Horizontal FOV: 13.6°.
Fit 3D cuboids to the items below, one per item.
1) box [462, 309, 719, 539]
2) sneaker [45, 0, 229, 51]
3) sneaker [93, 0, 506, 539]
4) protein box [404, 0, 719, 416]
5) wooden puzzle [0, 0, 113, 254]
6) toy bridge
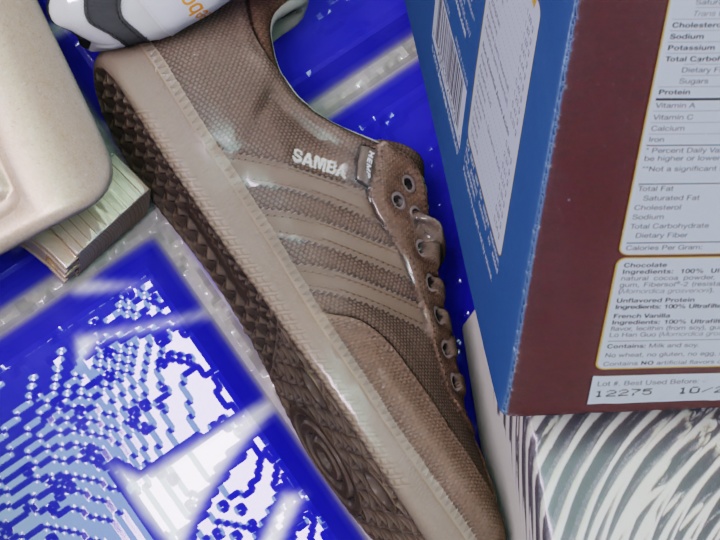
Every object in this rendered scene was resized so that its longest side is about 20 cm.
[{"bbox_3d":[0.087,0.100,0.896,0.082,0.068,0.201,-8,77,-12],"label":"box"},{"bbox_3d":[-0.088,-0.156,0.910,0.080,0.074,0.201,-28,65,11],"label":"sneaker"},{"bbox_3d":[0.000,0.000,0.906,0.075,0.070,0.201,-31,83,-15],"label":"sneaker"},{"bbox_3d":[0.097,-0.101,0.842,0.134,0.201,0.199,-2,45,-9],"label":"protein box"},{"bbox_3d":[-0.195,-0.059,0.891,0.199,0.037,0.186,-27,81,2],"label":"wooden puzzle"},{"bbox_3d":[-0.156,-0.071,0.922,0.067,0.027,0.200,-43,86,-15],"label":"toy bridge"}]
